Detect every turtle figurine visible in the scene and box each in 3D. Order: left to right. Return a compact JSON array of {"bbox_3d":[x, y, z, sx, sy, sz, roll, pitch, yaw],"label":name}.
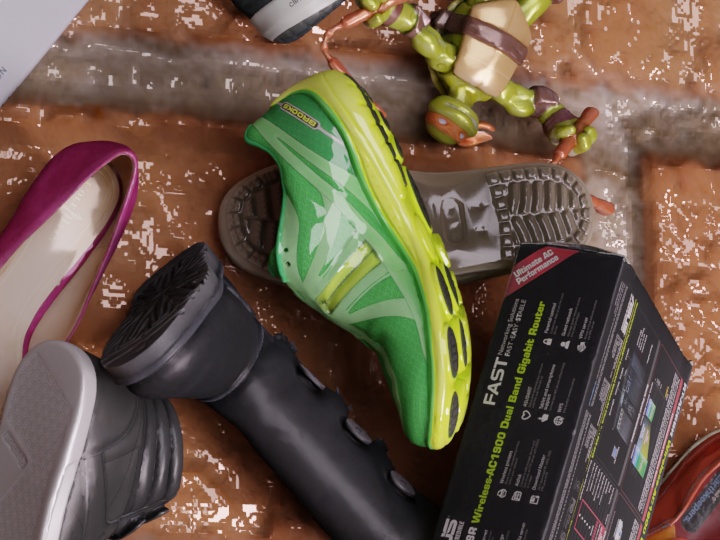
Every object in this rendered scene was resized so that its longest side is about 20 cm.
[{"bbox_3d":[0.080,-0.127,1.622,0.200,0.064,0.162,29,84,-21],"label":"turtle figurine"}]

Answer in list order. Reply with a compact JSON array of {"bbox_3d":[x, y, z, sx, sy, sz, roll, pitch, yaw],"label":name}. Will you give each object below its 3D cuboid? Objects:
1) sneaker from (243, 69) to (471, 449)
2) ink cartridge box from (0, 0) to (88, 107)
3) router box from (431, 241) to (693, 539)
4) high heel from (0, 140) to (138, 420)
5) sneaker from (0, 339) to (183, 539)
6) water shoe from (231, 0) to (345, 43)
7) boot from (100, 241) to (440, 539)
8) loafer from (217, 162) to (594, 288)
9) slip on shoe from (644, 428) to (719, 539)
[{"bbox_3d":[0.000,0.000,1.508,0.083,0.074,0.200,-23,81,12],"label":"sneaker"},{"bbox_3d":[-0.232,-0.179,1.500,0.200,0.043,0.196,42,68,-15],"label":"ink cartridge box"},{"bbox_3d":[0.105,0.105,1.550,0.150,0.062,0.200,51,52,-57],"label":"router box"},{"bbox_3d":[-0.166,0.028,1.467,0.067,0.096,0.200,34,69,-17],"label":"high heel"},{"bbox_3d":[-0.146,0.137,1.473,0.099,0.071,0.200,15,96,-51],"label":"sneaker"},{"bbox_3d":[0.002,-0.208,1.597,0.079,0.071,0.200,48,65,-6],"label":"water shoe"},{"bbox_3d":[-0.038,0.089,1.491,0.066,0.165,0.200,-35,100,15],"label":"boot"},{"bbox_3d":[0.022,-0.018,1.580,0.200,0.068,0.076,1,75,-8],"label":"loafer"},{"bbox_3d":[0.167,0.166,1.619,0.074,0.061,0.200,46,70,-14],"label":"slip on shoe"}]
